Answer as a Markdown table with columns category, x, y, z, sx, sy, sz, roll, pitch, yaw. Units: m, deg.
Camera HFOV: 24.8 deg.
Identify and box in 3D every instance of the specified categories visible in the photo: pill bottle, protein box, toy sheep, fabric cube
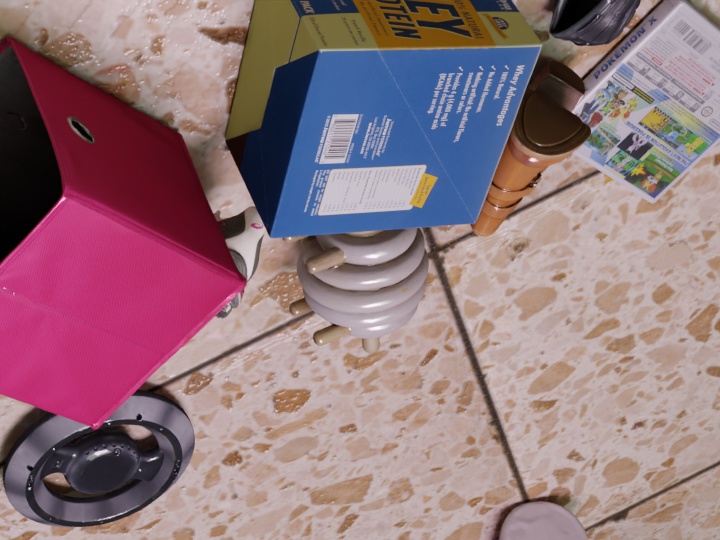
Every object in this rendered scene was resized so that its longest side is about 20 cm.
| category | x | y | z | sx | sy | sz | roll | pitch | yaw |
| --- | --- | --- | --- | --- | --- | --- | --- | --- | --- |
| pill bottle | 0.218 | 0.398 | 2.101 | 0.112 | 0.113 | 0.201 | -10 | 137 | -19 |
| protein box | 0.014 | -0.149 | 1.384 | 0.199 | 0.135 | 0.199 | -5 | 135 | -24 |
| toy sheep | 0.000 | 0.000 | 1.543 | 0.137 | 0.138 | 0.201 | -15 | 135 | -14 |
| fabric cube | -0.248 | -0.026 | 1.324 | 0.200 | 0.197 | 0.199 | -43 | 137 | 18 |

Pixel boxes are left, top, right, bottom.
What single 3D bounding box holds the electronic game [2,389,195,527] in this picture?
| category | x | y | z | sx | sy | sz | roll | pitch | yaw |
| --- | --- | --- | --- | --- | --- | --- | --- | --- | --- |
| electronic game | -0.265 | 0.194 | 1.669 | 0.199 | 0.042 | 0.201 | -16 | 138 | -15 |

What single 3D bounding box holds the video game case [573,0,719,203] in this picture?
| category | x | y | z | sx | sy | sz | roll | pitch | yaw |
| --- | --- | --- | --- | --- | --- | --- | --- | --- | --- |
| video game case | 0.298 | -0.165 | 1.616 | 0.182 | 0.022 | 0.200 | -45 | 138 | 19 |

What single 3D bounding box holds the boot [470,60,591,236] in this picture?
| category | x | y | z | sx | sy | sz | roll | pitch | yaw |
| --- | --- | --- | --- | --- | --- | --- | --- | --- | --- |
| boot | 0.136 | -0.096 | 1.487 | 0.076 | 0.200 | 0.156 | 29 | 117 | -7 |

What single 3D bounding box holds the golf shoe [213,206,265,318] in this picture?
| category | x | y | z | sx | sy | sz | roll | pitch | yaw |
| --- | --- | --- | --- | --- | --- | --- | --- | --- | --- |
| golf shoe | -0.140 | -0.004 | 1.458 | 0.077 | 0.200 | 0.088 | 40 | 68 | -21 |

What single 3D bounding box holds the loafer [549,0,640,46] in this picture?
| category | x | y | z | sx | sy | sz | roll | pitch | yaw |
| --- | --- | --- | --- | --- | --- | --- | --- | --- | --- |
| loafer | 0.224 | -0.276 | 1.417 | 0.070 | 0.068 | 0.201 | -10 | 141 | -33 |
